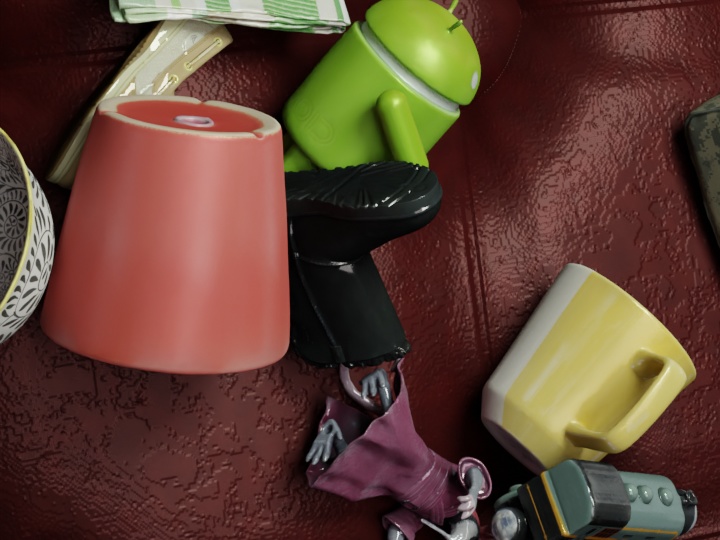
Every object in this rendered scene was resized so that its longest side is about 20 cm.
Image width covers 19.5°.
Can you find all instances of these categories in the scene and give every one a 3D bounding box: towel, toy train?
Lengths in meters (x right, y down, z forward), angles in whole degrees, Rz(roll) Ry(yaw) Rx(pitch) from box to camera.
[{"bbox_3d":[-0.115,-0.257,1.700,0.199,0.023,0.153,0,59,-24],"label":"towel"},{"bbox_3d":[0.200,0.211,1.767,0.200,0.114,0.085,13,52,-45],"label":"toy train"}]

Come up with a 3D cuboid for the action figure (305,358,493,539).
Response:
[{"bbox_3d":[0.040,0.174,1.781,0.200,0.134,0.149,40,31,-32],"label":"action figure"}]

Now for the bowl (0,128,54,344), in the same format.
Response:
[{"bbox_3d":[-0.296,-0.010,1.581,0.094,0.200,0.201,25,77,-54],"label":"bowl"}]

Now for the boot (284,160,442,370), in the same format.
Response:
[{"bbox_3d":[0.000,0.000,1.679,0.073,0.198,0.163,-45,124,-45],"label":"boot"}]

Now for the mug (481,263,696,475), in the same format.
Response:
[{"bbox_3d":[0.184,0.094,1.794,0.149,0.187,0.153,42,81,10],"label":"mug"}]

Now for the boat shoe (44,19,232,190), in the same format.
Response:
[{"bbox_3d":[-0.174,-0.136,1.677,0.066,0.074,0.200,40,74,-14],"label":"boat shoe"}]

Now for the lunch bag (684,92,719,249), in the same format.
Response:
[{"bbox_3d":[0.410,-0.097,1.923,0.168,0.139,0.201,-30,103,-39],"label":"lunch bag"}]

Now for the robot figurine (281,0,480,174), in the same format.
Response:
[{"bbox_3d":[0.016,-0.140,1.720,0.116,0.176,0.200,37,107,-16],"label":"robot figurine"}]

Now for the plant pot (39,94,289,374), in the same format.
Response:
[{"bbox_3d":[-0.139,-0.034,1.600,0.200,0.200,0.178,1,106,-25],"label":"plant pot"}]
